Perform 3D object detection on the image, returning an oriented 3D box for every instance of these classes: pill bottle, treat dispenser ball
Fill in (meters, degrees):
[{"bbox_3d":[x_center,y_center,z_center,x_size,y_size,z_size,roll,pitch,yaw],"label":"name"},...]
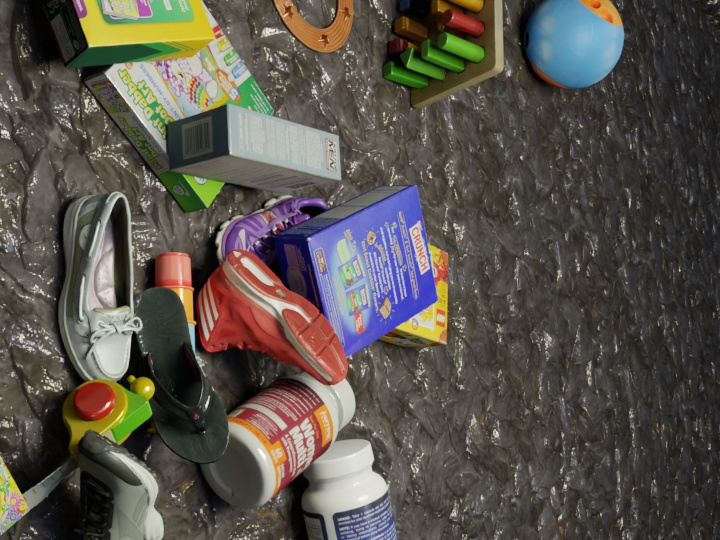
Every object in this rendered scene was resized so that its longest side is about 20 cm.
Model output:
[{"bbox_3d":[-0.096,0.195,1.158,0.200,0.109,0.110,-32,108,-51],"label":"pill bottle"},{"bbox_3d":[-0.013,0.331,1.237,0.115,0.115,0.201,-17,97,-53],"label":"pill bottle"},{"bbox_3d":[0.436,-0.474,1.940,0.200,0.200,0.202,15,71,-51],"label":"treat dispenser ball"}]

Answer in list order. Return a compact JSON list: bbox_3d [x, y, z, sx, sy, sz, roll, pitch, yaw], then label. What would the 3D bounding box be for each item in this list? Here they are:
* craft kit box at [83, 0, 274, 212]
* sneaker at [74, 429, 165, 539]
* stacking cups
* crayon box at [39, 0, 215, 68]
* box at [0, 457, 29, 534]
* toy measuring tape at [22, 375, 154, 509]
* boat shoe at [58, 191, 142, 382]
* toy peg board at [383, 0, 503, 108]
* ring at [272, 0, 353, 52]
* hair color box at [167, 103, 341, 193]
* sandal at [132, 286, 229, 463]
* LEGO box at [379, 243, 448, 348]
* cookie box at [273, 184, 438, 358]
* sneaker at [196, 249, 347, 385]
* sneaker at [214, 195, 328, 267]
[{"bbox_3d":[-0.209,-0.209,1.144,0.200,0.048,0.198,55,47,-31],"label":"craft kit box"},{"bbox_3d":[-0.244,0.233,0.930,0.079,0.074,0.201,-46,150,-36],"label":"sneaker"},{"bbox_3d":[-0.213,0.082,1.076,0.060,0.060,0.201,15,66,-51],"label":"stacking cups"},{"bbox_3d":[-0.270,-0.328,1.030,0.172,0.058,0.201,-19,88,-48],"label":"crayon box"},{"bbox_3d":[-0.405,0.163,0.735,0.193,0.121,0.201,-43,118,-49],"label":"box"},{"bbox_3d":[-0.293,0.167,0.949,0.200,0.073,0.074,-39,115,-28],"label":"toy measuring tape"},{"bbox_3d":[-0.268,0.020,0.994,0.074,0.064,0.203,5,82,-52],"label":"boat shoe"},{"bbox_3d":[0.123,-0.392,1.516,0.097,0.199,0.201,10,75,-37],"label":"toy peg board"},{"bbox_3d":[-0.068,-0.423,1.398,0.200,0.019,0.202,13,73,-52],"label":"ring"},{"bbox_3d":[-0.122,-0.141,1.130,0.199,0.099,0.061,7,77,-54],"label":"hair color box"},{"bbox_3d":[-0.199,0.112,1.012,0.075,0.048,0.201,-20,79,-15],"label":"sandal"},{"bbox_3d":[0.047,0.024,1.413,0.200,0.077,0.150,21,67,-50],"label":"LEGO box"},{"bbox_3d":[0.000,0.000,1.226,0.199,0.075,0.172,-28,114,-38],"label":"cookie box"},{"bbox_3d":[-0.114,0.079,1.137,0.200,0.115,0.078,49,27,1],"label":"sneaker"},{"bbox_3d":[-0.110,-0.049,1.210,0.200,0.083,0.081,-46,119,-47],"label":"sneaker"}]
